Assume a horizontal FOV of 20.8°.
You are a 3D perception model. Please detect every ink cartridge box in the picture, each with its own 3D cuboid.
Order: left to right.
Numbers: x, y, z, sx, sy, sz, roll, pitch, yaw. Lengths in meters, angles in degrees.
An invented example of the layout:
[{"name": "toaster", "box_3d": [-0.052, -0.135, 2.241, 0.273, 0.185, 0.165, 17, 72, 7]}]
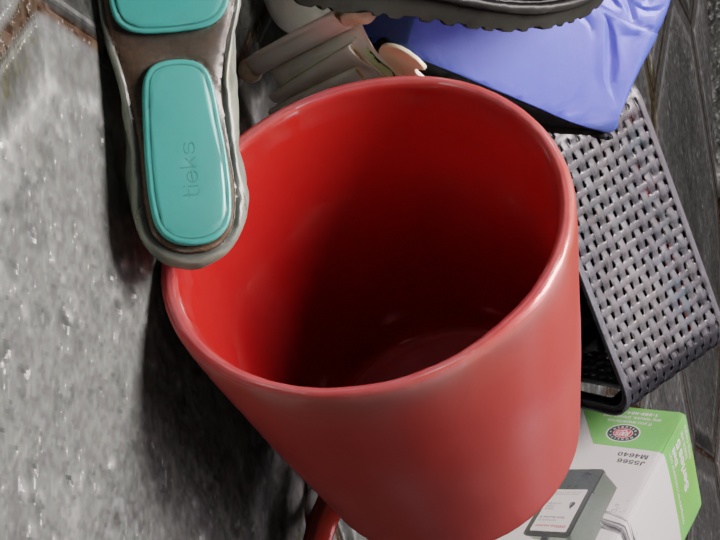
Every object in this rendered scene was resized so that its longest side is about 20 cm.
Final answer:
[{"name": "ink cartridge box", "box_3d": [0.115, 0.174, 1.250, 0.200, 0.145, 0.084, -51, 136, -46]}]

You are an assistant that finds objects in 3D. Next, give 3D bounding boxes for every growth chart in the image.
[{"name": "growth chart", "box_3d": [0.023, -0.058, 1.035, 0.200, 0.144, 0.018, 49, 58, -25]}]

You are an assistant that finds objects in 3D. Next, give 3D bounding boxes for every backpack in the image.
[{"name": "backpack", "box_3d": [0.077, -0.172, 1.141, 0.169, 0.162, 0.200, -65, -159, 1]}]

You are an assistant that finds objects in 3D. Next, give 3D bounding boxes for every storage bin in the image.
[{"name": "storage bin", "box_3d": [0.134, -0.021, 1.258, 0.094, 0.135, 0.201, -33, 110, -25]}]

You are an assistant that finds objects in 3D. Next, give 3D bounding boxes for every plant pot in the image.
[{"name": "plant pot", "box_3d": [0.024, 0.035, 0.966, 0.178, 0.199, 0.201, 68, 24, -47]}]

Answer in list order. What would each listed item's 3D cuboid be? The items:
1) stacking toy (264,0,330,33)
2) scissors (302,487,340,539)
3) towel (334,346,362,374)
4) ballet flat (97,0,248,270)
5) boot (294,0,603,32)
[{"name": "stacking toy", "box_3d": [-0.022, -0.230, 1.077, 0.146, 0.145, 0.201, -28, 131, -72]}, {"name": "scissors", "box_3d": [-0.028, 0.158, 1.031, 0.073, 0.014, 0.201, -56, -168, 44]}, {"name": "towel", "box_3d": [0.000, 0.000, 1.158, 0.112, 0.048, 0.201, 67, 26, -47]}, {"name": "ballet flat", "box_3d": [-0.087, -0.099, 0.901, 0.064, 0.067, 0.201, 159, -71, -79]}, {"name": "boot", "box_3d": [0.057, -0.199, 0.930, 0.080, 0.210, 0.158, 56, -43, 38]}]
